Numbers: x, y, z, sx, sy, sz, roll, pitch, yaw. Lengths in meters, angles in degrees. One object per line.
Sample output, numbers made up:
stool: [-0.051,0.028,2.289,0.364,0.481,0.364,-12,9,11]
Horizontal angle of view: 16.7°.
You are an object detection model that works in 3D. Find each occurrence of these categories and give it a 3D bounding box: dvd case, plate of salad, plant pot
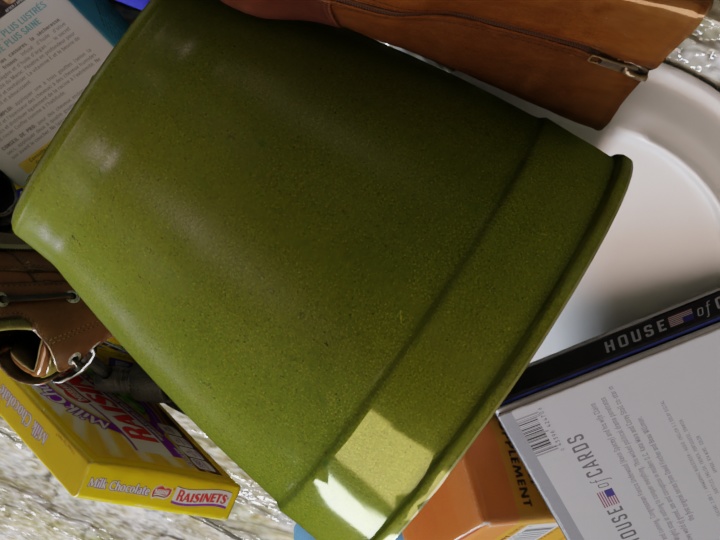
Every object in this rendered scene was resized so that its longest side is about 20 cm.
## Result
dvd case: [0.174,0.065,1.095,0.199,0.025,0.151,-21,133,10]
plate of salad: [0.096,-0.017,1.082,0.199,0.048,0.201,5,125,7]
plant pot: [-0.027,-0.017,0.970,0.192,0.201,0.200,35,153,-4]

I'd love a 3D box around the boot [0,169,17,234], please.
boot: [-0.251,-0.056,1.181,0.200,0.069,0.174,38,144,2]

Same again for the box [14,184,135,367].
box: [-0.113,0.020,1.282,0.199,0.065,0.070,20,162,-28]

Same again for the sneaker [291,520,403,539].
sneaker: [0.036,0.151,1.372,0.199,0.073,0.072,24,172,-40]

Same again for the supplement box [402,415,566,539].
supplement box: [0.110,0.100,1.204,0.199,0.067,0.069,0,154,-39]

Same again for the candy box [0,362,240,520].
candy box: [-0.154,0.064,1.284,0.102,0.027,0.200,11,-160,-43]

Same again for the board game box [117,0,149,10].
board game box: [-0.049,-0.158,0.953,0.151,0.045,0.200,21,154,-1]

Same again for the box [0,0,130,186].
box: [-0.181,-0.127,1.064,0.082,0.049,0.200,-34,133,10]

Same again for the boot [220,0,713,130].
boot: [0.027,-0.117,0.855,0.199,0.069,0.188,21,153,-5]

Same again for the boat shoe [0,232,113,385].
boat shoe: [-0.146,0.021,1.118,0.199,0.068,0.072,3,154,-23]

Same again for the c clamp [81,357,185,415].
c clamp: [-0.043,0.069,1.234,0.199,0.027,0.171,4,162,24]
